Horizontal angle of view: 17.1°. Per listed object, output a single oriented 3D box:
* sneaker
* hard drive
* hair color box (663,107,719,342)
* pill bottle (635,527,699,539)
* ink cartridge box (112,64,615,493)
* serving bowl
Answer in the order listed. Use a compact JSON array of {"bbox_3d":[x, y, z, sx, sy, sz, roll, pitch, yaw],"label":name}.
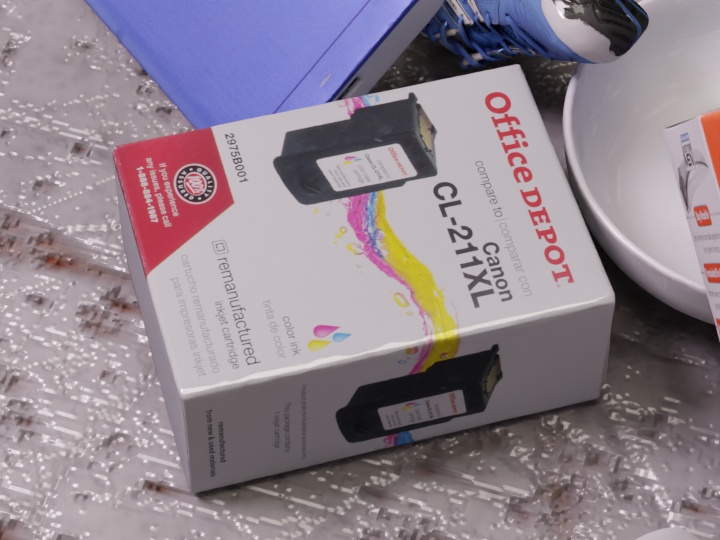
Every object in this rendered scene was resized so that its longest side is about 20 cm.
[{"bbox_3d":[0.075,-0.126,1.152,0.077,0.076,0.200,-52,23,5],"label":"sneaker"},{"bbox_3d":[-0.064,-0.150,1.189,0.132,0.025,0.200,-48,62,13],"label":"hard drive"},{"bbox_3d":[0.187,0.026,1.001,0.063,0.111,0.201,-16,91,0],"label":"hair color box"},{"bbox_3d":[0.159,0.205,0.932,0.111,0.111,0.200,-36,62,-24],"label":"pill bottle"},{"bbox_3d":[0.000,0.000,1.092,0.198,0.083,0.146,-13,55,-10],"label":"ink cartridge box"},{"bbox_3d":[0.192,-0.046,1.140,0.198,0.066,0.201,1,54,-1],"label":"serving bowl"}]
